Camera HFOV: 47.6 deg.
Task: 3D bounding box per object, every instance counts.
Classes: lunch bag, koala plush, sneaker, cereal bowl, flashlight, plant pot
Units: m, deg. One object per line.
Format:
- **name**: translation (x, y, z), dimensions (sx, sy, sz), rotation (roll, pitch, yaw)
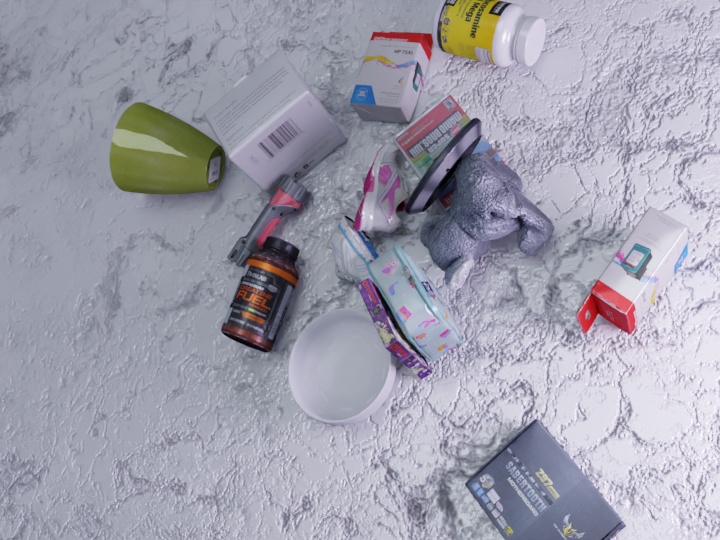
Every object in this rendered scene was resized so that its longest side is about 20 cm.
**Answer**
- **lunch bag**: translation (0.092, 0.050, 1.356), dimensions (0.076, 0.200, 0.163), rotation (-31, 59, 7)
- **koala plush**: translation (0.187, -0.078, 1.393), dimensions (0.200, 0.182, 0.179), rotation (-46, 48, 23)
- **sneaker**: translation (0.050, -0.147, 1.526), dimensions (0.086, 0.082, 0.204), rotation (18, 62, -7)
- **cereal bowl**: translation (-0.024, 0.173, 1.429), dimensions (0.195, 0.083, 0.205), rotation (-8, 68, 20)
- **flashlight**: translation (-0.176, -0.087, 1.611), dimensions (0.067, 0.068, 0.202), rotation (33, 91, 27)
- **plant pot**: translation (-0.389, -0.236, 1.709), dimensions (0.195, 0.187, 0.192), rotation (15, 76, 12)
- **sneaker**: translation (0.000, 0.000, 1.501), dimensions (0.087, 0.074, 0.202), rotation (-44, 56, 18)

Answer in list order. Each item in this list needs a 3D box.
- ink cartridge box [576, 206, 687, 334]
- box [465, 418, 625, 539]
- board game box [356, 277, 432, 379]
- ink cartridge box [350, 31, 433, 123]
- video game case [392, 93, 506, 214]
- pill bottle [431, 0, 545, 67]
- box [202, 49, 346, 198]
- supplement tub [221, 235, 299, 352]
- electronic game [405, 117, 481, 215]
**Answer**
- **ink cartridge box**: translation (0.420, 0.018, 1.262), dimensions (0.067, 0.116, 0.202), rotation (35, 87, 29)
- **box**: translation (0.278, 0.356, 1.244), dimensions (0.157, 0.051, 0.201), rotation (-41, 60, 4)
- **board game box**: translation (0.059, 0.100, 1.352), dimensions (0.032, 0.200, 0.121), rotation (-33, 61, 6)
- **ink cartridge box**: translation (0.066, -0.400, 1.615), dimensions (0.114, 0.067, 0.205), rotation (10, 75, 26)
- **video game case**: translation (0.163, -0.221, 1.533), dimensions (0.142, 0.017, 0.202), rotation (-36, 61, 7)
- **pill bottle**: translation (0.240, -0.449, 1.530), dimensions (0.197, 0.112, 0.114), rotation (23, 81, 29)
- **box**: translation (-0.164, -0.280, 1.596), dimensions (0.197, 0.200, 0.132), rotation (-37, 62, 6)
- **supplement tub**: translation (-0.181, 0.042, 1.535), dimensions (0.105, 0.107, 0.204), rotation (14, 77, 27)
- **electronic game**: translation (0.143, -0.178, 1.408), dimensions (0.041, 0.200, 0.201), rotation (39, 89, 6)
